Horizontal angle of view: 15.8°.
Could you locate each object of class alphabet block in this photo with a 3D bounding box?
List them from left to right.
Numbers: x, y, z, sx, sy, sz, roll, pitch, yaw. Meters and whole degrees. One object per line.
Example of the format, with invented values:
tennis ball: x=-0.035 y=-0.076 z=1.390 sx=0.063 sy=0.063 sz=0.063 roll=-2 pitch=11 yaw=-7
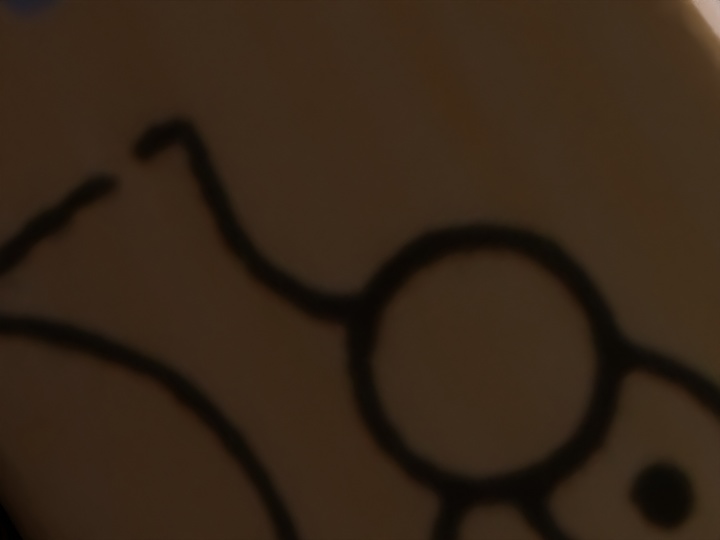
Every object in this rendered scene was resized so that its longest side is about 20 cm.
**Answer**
alphabet block: x=0.023 y=-0.001 z=0.605 sx=0.201 sy=0.195 sz=0.196 roll=57 pitch=16 yaw=5
